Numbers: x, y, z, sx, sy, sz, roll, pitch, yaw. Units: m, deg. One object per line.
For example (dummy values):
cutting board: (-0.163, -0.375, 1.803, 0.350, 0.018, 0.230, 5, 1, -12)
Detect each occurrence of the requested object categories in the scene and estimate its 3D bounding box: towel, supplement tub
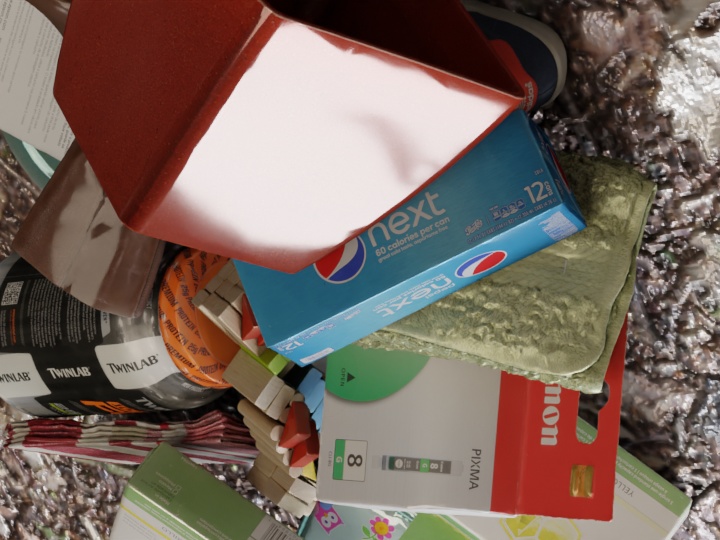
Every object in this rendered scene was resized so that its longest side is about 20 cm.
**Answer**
towel: (0.074, -0.013, 1.693, 0.200, 0.036, 0.149, 11, 82, 21)
supplement tub: (-0.156, 0.035, 1.863, 0.200, 0.122, 0.123, -6, 113, 44)
towel: (-0.130, 0.118, 1.909, 0.200, 0.144, 0.023, -4, 79, 35)

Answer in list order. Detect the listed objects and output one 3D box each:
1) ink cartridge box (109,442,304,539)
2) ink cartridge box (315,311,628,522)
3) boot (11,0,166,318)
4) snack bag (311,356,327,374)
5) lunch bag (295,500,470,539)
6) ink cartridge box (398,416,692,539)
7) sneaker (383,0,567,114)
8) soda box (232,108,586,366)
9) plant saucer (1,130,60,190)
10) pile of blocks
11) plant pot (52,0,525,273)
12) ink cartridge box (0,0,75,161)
ink cartridge box: (-0.101, 0.210, 1.866, 0.145, 0.048, 0.200, 34, 148, 6)
ink cartridge box: (0.067, 0.072, 1.717, 0.200, 0.050, 0.161, 1, 83, 38)
boot: (-0.187, -0.084, 1.748, 0.186, 0.064, 0.200, 30, 112, 9)
snack bag: (0.000, 0.000, 1.821, 0.188, 0.021, 0.200, 33, 132, 14)
lunch bag: (0.054, 0.206, 1.865, 0.200, 0.077, 0.161, 33, 132, 13)
ink cartridge box: (0.096, 0.187, 1.765, 0.145, 0.200, 0.048, 36, 169, 10)
sneaker: (0.022, -0.135, 1.685, 0.200, 0.085, 0.075, 14, 123, 26)
soda box: (0.029, -0.018, 1.655, 0.200, 0.064, 0.068, -26, 71, 11)
plant saucer: (-0.181, -0.105, 1.865, 0.201, 0.039, 0.201, 15, 123, 25)
pile of blocks: (-0.042, 0.077, 1.777, 0.062, 0.082, 0.200, 35, 146, 51)
plant pot: (-0.063, -0.116, 1.588, 0.176, 0.200, 0.200, -53, 45, 24)
ink cartridge box: (-0.157, -0.157, 1.779, 0.200, 0.043, 0.197, 27, 117, 12)
